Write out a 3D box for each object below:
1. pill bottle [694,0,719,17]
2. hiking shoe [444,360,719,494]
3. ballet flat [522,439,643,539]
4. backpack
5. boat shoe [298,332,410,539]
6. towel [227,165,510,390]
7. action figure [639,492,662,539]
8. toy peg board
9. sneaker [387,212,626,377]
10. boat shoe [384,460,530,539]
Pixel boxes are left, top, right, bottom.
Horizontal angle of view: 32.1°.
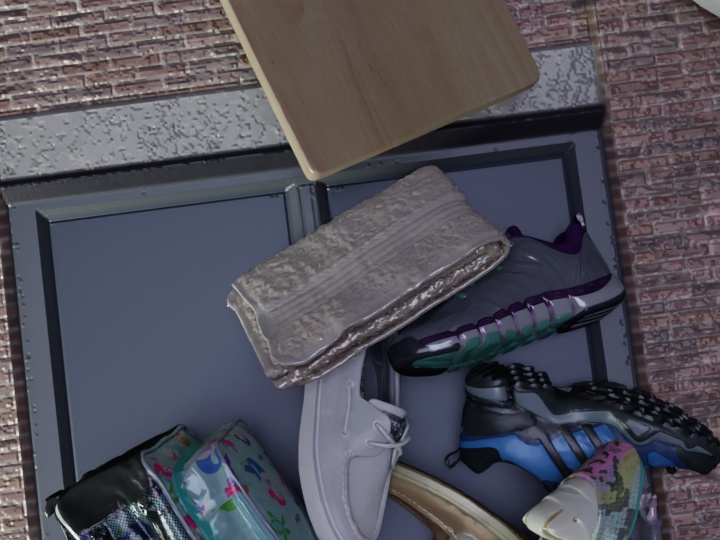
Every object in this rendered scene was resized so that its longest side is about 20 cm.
[{"bbox_3d":[0.327,-0.293,0.952,0.120,0.120,0.200,29,86,3],"label":"pill bottle"},{"bbox_3d":[0.171,0.130,0.952,0.200,0.074,0.087,14,103,6],"label":"hiking shoe"},{"bbox_3d":[0.137,0.208,0.875,0.071,0.069,0.200,23,86,-25],"label":"ballet flat"},{"bbox_3d":[-0.105,0.211,0.891,0.150,0.178,0.200,-27,89,4],"label":"backpack"},{"bbox_3d":[0.003,0.112,0.922,0.068,0.072,0.200,-20,53,33],"label":"boat shoe"},{"bbox_3d":[0.000,0.000,0.937,0.200,0.133,0.035,-32,128,-3],"label":"towel"},{"bbox_3d":[0.252,0.260,0.919,0.200,0.134,0.149,6,112,-8],"label":"action figure"},{"bbox_3d":[-0.001,-0.186,0.976,0.199,0.098,0.200,-25,85,-17],"label":"toy peg board"},{"bbox_3d":[0.099,0.017,0.946,0.200,0.074,0.088,-15,73,-25],"label":"sneaker"},{"bbox_3d":[0.090,0.217,0.936,0.200,0.074,0.066,35,81,4],"label":"boat shoe"}]
